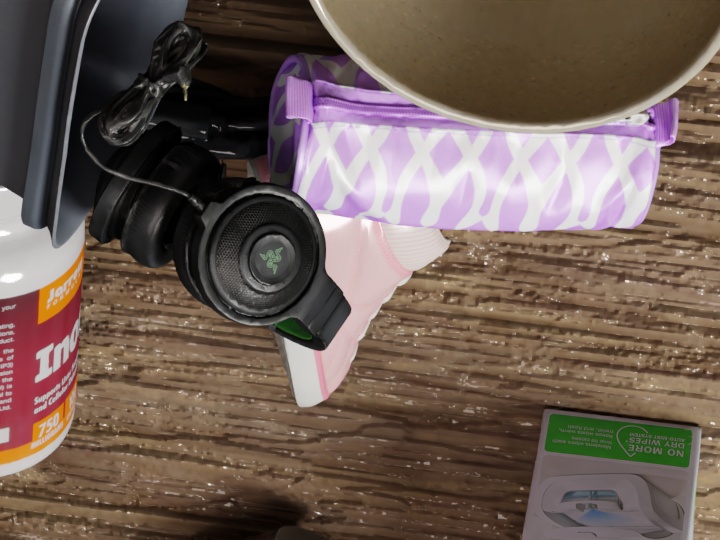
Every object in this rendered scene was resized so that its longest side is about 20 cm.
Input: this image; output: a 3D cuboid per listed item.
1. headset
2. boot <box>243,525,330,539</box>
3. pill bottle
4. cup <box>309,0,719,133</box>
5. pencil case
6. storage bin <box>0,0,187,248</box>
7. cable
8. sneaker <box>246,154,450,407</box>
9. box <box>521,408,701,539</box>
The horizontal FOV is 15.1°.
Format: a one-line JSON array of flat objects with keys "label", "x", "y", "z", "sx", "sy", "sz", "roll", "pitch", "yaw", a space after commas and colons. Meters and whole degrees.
[{"label": "headset", "x": -0.067, "y": -0.034, "z": 1.273, "sx": 0.123, "sy": 0.094, "sz": 0.200, "roll": 29, "pitch": 170, "yaw": 32}, {"label": "boot", "x": -0.024, "y": 0.223, "z": 1.636, "sx": 0.199, "sy": 0.070, "sz": 0.146, "roll": 33, "pitch": 135, "yaw": -13}, {"label": "pill bottle", "x": -0.204, "y": 0.006, "z": 1.457, "sx": 0.112, "sy": 0.113, "sz": 0.201, "roll": 11, "pitch": 132, "yaw": 4}, {"label": "cup", "x": 0.079, "y": -0.184, "z": 1.208, "sx": 0.199, "sy": 0.144, "sz": 0.201, "roll": 7, "pitch": 132, "yaw": 8}, {"label": "pencil case", "x": 0.052, "y": -0.062, "z": 1.317, "sx": 0.199, "sy": 0.084, "sz": 0.085, "roll": 0, "pitch": 170, "yaw": -14}, {"label": "storage bin", "x": -0.157, "y": -0.136, "z": 1.257, "sx": 0.134, "sy": 0.146, "sz": 0.200, "roll": 27, "pitch": 145, "yaw": 6}, {"label": "cable", "x": -0.055, "y": -0.129, "z": 1.357, "sx": 0.199, "sy": 0.051, "sz": 0.164, "roll": 1, "pitch": 122, "yaw": 8}, {"label": "sneaker", "x": 0.000, "y": 0.000, "z": 1.428, "sx": 0.104, "sy": 0.076, "sz": 0.201, "roll": -15, "pitch": 147, "yaw": -7}, {"label": "box", "x": 0.134, "y": 0.212, "z": 1.509, "sx": 0.096, "sy": 0.177, "sz": 0.201, "roll": 6, "pitch": 132, "yaw": 8}]
